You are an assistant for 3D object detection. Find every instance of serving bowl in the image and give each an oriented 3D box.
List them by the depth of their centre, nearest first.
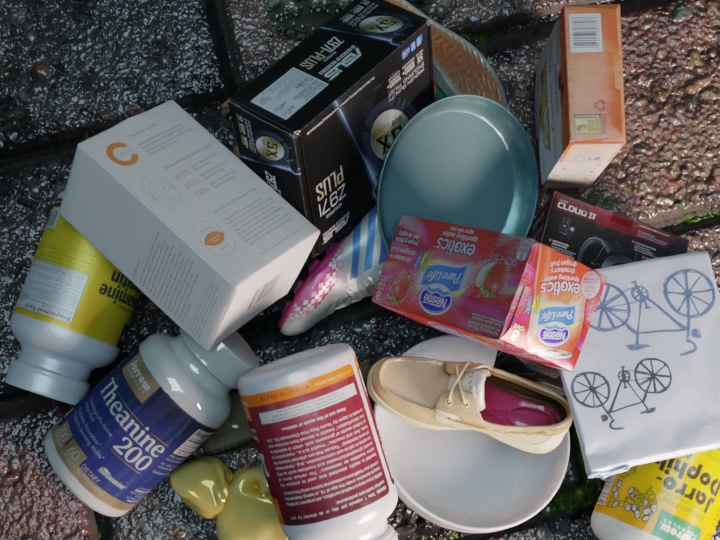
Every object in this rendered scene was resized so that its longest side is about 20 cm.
[{"bbox_3d":[0.103,0.166,1.158,0.199,0.066,0.201,5,63,-11],"label":"serving bowl"}]

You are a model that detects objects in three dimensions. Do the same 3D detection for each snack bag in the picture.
[{"bbox_3d":[0.274,0.085,1.101,0.188,0.021,0.201,-10,71,-12],"label":"snack bag"}]

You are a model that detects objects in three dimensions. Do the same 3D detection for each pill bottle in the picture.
[{"bbox_3d":[-0.032,0.176,1.067,0.113,0.113,0.201,-17,92,-3],"label":"pill bottle"},{"bbox_3d":[-0.196,0.132,1.120,0.200,0.111,0.111,-43,83,5],"label":"pill bottle"},{"bbox_3d":[0.293,0.226,1.139,0.113,0.113,0.200,26,82,4],"label":"pill bottle"},{"bbox_3d":[-0.281,0.029,1.168,0.112,0.112,0.201,18,81,3],"label":"pill bottle"}]

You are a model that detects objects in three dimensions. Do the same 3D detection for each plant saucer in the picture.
[{"bbox_3d":[0.095,-0.078,1.184,0.200,0.027,0.201,-8,105,-31],"label":"plant saucer"}]

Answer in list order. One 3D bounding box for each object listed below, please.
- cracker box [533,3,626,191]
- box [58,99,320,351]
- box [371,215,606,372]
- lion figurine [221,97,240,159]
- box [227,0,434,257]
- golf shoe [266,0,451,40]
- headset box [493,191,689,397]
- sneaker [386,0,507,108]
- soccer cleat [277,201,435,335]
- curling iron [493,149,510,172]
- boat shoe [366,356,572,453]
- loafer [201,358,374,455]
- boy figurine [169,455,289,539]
[{"bbox_3d":[0.213,-0.164,1.157,0.057,0.200,0.134,-1,81,1],"label":"cracker box"},{"bbox_3d":[-0.160,-0.045,1.084,0.200,0.098,0.124,42,44,12],"label":"box"},{"bbox_3d":[0.114,0.018,1.082,0.100,0.200,0.096,24,85,-35],"label":"box"},{"bbox_3d":[-0.067,-0.149,1.220,0.200,0.072,0.123,-39,93,-11],"label":"lion figurine"},{"bbox_3d":[-0.020,-0.142,1.134,0.086,0.164,0.200,30,57,28],"label":"box"},{"bbox_3d":[-0.005,-0.306,1.256,0.199,0.078,0.097,-8,61,-5],"label":"golf shoe"},{"bbox_3d":[0.233,0.026,1.169,0.148,0.077,0.201,19,67,-3],"label":"headset box"},{"bbox_3d":[0.064,-0.215,1.235,0.200,0.080,0.071,36,57,-15],"label":"sneaker"},{"bbox_3d":[0.000,0.000,1.195,0.086,0.070,0.200,38,83,4],"label":"soccer cleat"},{"bbox_3d":[0.058,-0.113,1.236,0.199,0.026,0.050,-4,88,-2],"label":"curling iron"},{"bbox_3d":[0.107,0.116,1.108,0.199,0.069,0.074,14,61,-6],"label":"boat shoe"},{"bbox_3d":[-0.072,0.125,1.171,0.199,0.076,0.068,-20,81,-2],"label":"loafer"},{"bbox_3d":[-0.096,0.244,1.158,0.199,0.064,0.125,19,106,6],"label":"boy figurine"}]
